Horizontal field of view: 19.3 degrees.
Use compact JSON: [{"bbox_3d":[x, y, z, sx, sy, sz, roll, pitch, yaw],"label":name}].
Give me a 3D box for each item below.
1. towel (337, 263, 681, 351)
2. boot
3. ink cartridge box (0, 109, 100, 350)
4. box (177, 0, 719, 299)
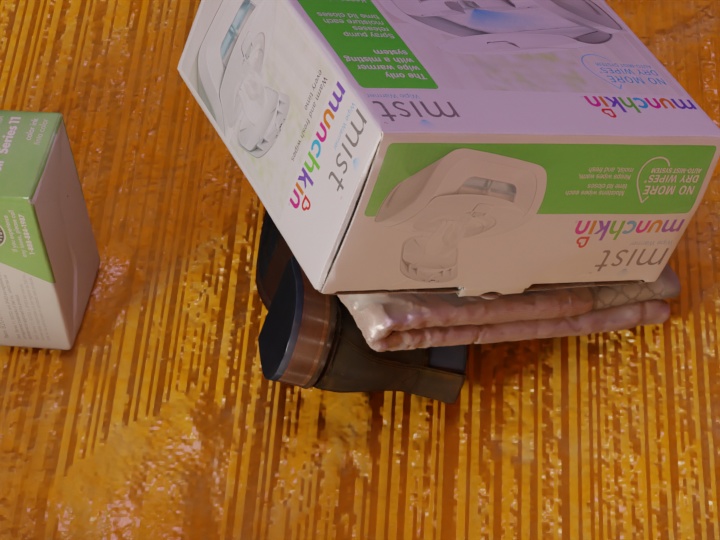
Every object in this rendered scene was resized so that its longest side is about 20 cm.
[{"bbox_3d":[0.043,-0.040,1.082,0.190,0.032,0.201,-3,43,-32],"label":"towel"},{"bbox_3d":[0.000,0.000,1.097,0.096,0.075,0.201,16,36,-13],"label":"boot"},{"bbox_3d":[-0.246,-0.025,1.097,0.198,0.118,0.068,4,48,9],"label":"ink cartridge box"},{"bbox_3d":[0.040,-0.078,1.021,0.198,0.097,0.177,-1,39,-32],"label":"box"}]
